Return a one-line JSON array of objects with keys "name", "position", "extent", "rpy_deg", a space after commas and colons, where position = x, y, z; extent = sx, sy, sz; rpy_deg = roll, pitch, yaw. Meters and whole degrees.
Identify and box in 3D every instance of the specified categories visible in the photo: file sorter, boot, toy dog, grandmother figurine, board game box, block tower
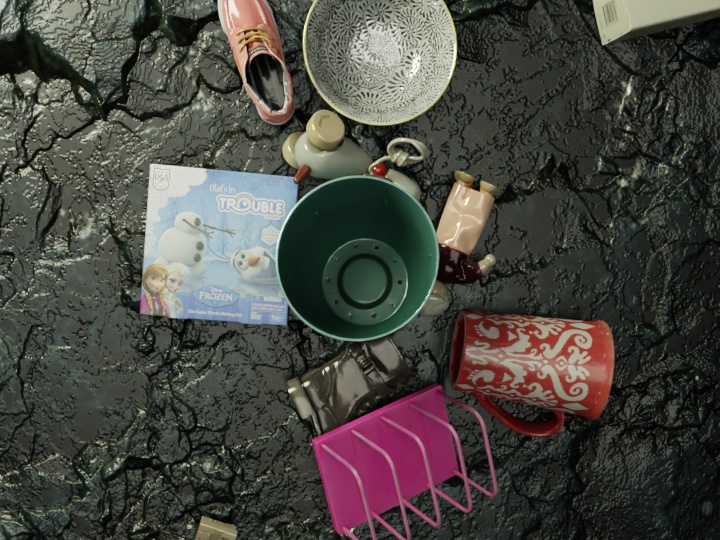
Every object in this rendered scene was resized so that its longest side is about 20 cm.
[{"name": "file sorter", "position": [0.064, 0.263, 1.123], "extent": [0.198, 0.125, 0.141], "rpy_deg": [-20, 108, -23]}, {"name": "boot", "position": [0.008, 0.183, 1.182], "extent": [0.173, 0.069, 0.202], "rpy_deg": [-30, 99, -7]}, {"name": "toy dog", "position": [-0.015, -0.124, 1.136], "extent": [0.198, 0.132, 0.097], "rpy_deg": [19, 62, 1]}, {"name": "grandmother figurine", "position": [0.128, -0.029, 1.188], "extent": [0.120, 0.060, 0.202], "rpy_deg": [26, 94, 20]}, {"name": "board game box", "position": [-0.188, -0.033, 1.157], "extent": [0.197, 0.043, 0.202], "rpy_deg": [4, 92, -6]}, {"name": "block tower", "position": [-0.222, 0.439, 1.180], "extent": [0.053, 0.058, 0.202], "rpy_deg": [18, 94, -7]}]

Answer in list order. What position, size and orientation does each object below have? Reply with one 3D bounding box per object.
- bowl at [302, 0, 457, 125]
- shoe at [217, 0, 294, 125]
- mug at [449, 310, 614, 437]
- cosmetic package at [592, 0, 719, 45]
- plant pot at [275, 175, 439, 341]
[{"name": "bowl", "position": [0.020, -0.288, 1.136], "extent": [0.198, 0.094, 0.204], "rpy_deg": [0, 93, -7]}, {"name": "shoe", "position": [-0.133, -0.291, 1.120], "extent": [0.071, 0.091, 0.202], "rpy_deg": [-19, 96, -5]}, {"name": "mug", "position": [0.224, 0.143, 1.173], "extent": [0.197, 0.133, 0.180], "rpy_deg": [9, 91, -3]}, {"name": "cosmetic package", "position": [0.431, -0.372, 1.171], "extent": [0.197, 0.104, 0.074], "rpy_deg": [-16, 95, -6]}, {"name": "plant pot", "position": [0.000, 0.000, 1.106], "extent": [0.198, 0.161, 0.204], "rpy_deg": [-1, 78, 3]}]
